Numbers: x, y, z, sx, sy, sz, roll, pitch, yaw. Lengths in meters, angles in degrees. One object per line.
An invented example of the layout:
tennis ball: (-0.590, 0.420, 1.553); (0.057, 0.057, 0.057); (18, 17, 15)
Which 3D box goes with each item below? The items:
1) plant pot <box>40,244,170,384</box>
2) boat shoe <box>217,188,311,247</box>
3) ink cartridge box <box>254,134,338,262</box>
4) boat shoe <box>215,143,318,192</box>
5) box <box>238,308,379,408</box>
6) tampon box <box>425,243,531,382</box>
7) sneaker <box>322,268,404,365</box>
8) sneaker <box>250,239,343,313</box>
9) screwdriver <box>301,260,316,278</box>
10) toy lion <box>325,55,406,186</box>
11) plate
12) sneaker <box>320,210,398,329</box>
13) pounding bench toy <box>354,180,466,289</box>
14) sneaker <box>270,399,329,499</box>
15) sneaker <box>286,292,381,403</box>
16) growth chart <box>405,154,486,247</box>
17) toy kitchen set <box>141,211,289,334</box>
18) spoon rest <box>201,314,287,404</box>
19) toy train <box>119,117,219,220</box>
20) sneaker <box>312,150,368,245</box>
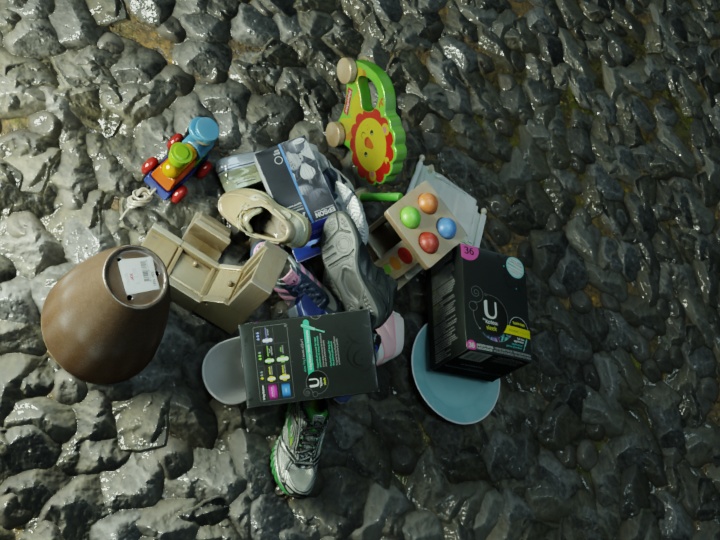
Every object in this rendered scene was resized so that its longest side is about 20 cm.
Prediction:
plant pot: (-0.350, 0.044, 1.330); (0.184, 0.200, 0.191); (13, 62, -25)
boat shoe: (-0.171, -0.089, 1.507); (0.064, 0.198, 0.074); (2, 109, -54)
ink cartridge box: (-0.100, -0.123, 1.553); (0.098, 0.039, 0.203); (-22, 74, -11)
boat shoe: (-0.163, -0.181, 1.633); (0.196, 0.072, 0.063); (-15, 90, -25)
box: (-0.077, 0.130, 1.389); (0.195, 0.149, 0.127); (-7, 87, -2)
tampon box: (0.213, 0.078, 1.669); (0.147, 0.126, 0.204); (12, 63, -26)
sneaker: (0.010, 0.073, 1.619); (0.104, 0.075, 0.203); (-7, 65, -48)
sneaker: (-0.108, 0.027, 1.546); (0.199, 0.082, 0.071); (40, 86, -6)
screwdriver: (-0.108, -0.047, 1.620); (0.029, 0.028, 0.204); (0, 70, -61)
toy lion: (0.021, -0.267, 1.684); (0.068, 0.203, 0.191); (-12, 38, -35)
plate: (0.172, 0.185, 1.691); (0.197, 0.026, 0.204); (13, 62, -25)
sneaker: (0.000, 0.000, 1.530); (0.114, 0.075, 0.203); (-5, 70, -67)
pounding bench toy: (0.069, -0.092, 1.670); (0.124, 0.156, 0.201); (-38, 90, -37)
sneaker: (-0.092, 0.260, 1.461); (0.077, 0.085, 0.204); (15, 63, -24)
sneaker: (-0.030, 0.112, 1.518); (0.202, 0.114, 0.081); (59, 15, -17)
growth chart: (0.171, -0.123, 1.832); (0.199, 0.018, 0.146); (37, 55, -12)
toy kitchen set: (-0.227, -0.043, 1.456); (0.198, 0.180, 0.165); (32, 55, -14)
spoon rest: (-0.174, 0.135, 1.483); (0.100, 0.060, 0.200); (50, 52, -2)
toy train: (-0.310, -0.164, 1.498); (0.085, 0.116, 0.201); (42, 54, -7)
sneaker: (-0.032, -0.113, 1.634); (0.200, 0.079, 0.129); (52, 10, 20)
